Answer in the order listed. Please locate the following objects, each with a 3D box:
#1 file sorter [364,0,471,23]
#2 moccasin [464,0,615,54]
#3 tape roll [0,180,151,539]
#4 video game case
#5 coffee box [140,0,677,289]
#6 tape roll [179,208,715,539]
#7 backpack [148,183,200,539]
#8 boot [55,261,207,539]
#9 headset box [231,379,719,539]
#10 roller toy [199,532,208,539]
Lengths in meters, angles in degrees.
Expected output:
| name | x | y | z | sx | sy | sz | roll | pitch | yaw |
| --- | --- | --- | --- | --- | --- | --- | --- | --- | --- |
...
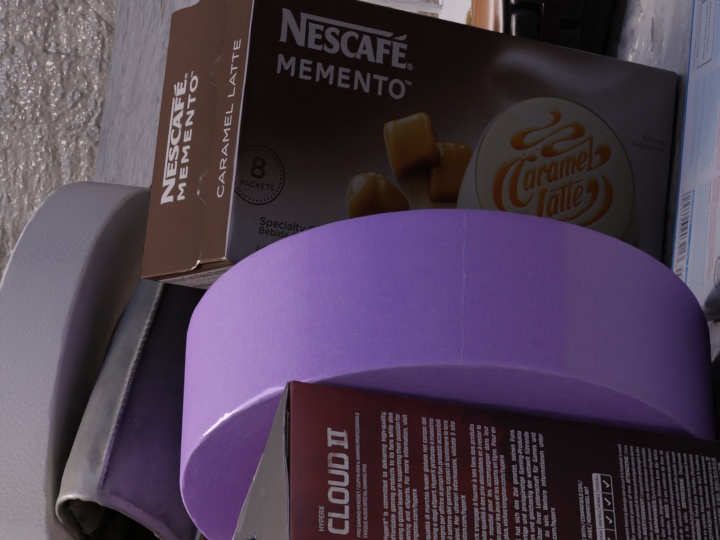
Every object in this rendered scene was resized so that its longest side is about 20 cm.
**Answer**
| name | x | y | z | sx | sy | sz | roll | pitch | yaw |
| --- | --- | --- | --- | --- | --- | --- | --- | --- | --- |
| file sorter | 0.012 | -0.134 | 1.540 | 0.139 | 0.124 | 0.201 | 120 | 156 | -61 |
| moccasin | 0.082 | -0.135 | 1.346 | 0.078 | 0.073 | 0.202 | -139 | 47 | -67 |
| tape roll | -0.115 | 0.062 | 1.292 | 0.203 | 0.037 | 0.204 | 6 | -90 | -75 |
| video game case | 0.153 | -0.064 | 1.063 | 0.200 | 0.018 | 0.144 | 146 | 131 | -75 |
| coffee box | 0.022 | -0.039 | 1.207 | 0.080 | 0.199 | 0.115 | -9 | 72 | 60 |
| tape roll | 0.033 | 0.056 | 1.119 | 0.200 | 0.199 | 0.066 | 115 | 160 | -56 |
| backpack | -0.092 | 0.050 | 1.716 | 0.151 | 0.177 | 0.200 | -46 | 7 | 39 |
| boot | -0.064 | 0.036 | 1.269 | 0.182 | 0.072 | 0.201 | 48 | -136 | -61 |
| headset box | 0.034 | 0.121 | 1.071 | 0.149 | 0.199 | 0.077 | 111 | 162 | -47 |
| roller toy | 0.017 | 0.137 | 1.303 | 0.200 | 0.139 | 0.183 | 140 | 140 | -59 |
